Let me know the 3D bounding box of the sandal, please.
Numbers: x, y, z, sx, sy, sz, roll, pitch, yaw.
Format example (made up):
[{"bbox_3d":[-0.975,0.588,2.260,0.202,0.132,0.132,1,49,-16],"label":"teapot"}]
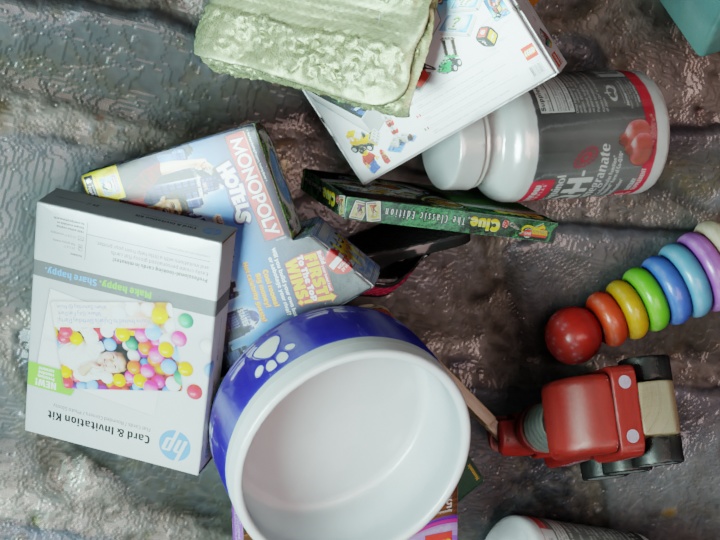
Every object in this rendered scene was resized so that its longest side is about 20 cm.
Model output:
[{"bbox_3d":[0.000,0.000,1.359,0.199,0.075,0.045,-19,110,-9],"label":"sandal"}]

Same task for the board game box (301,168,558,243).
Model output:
[{"bbox_3d":[0.058,-0.055,1.348,0.199,0.105,0.024,6,101,-24],"label":"board game box"}]

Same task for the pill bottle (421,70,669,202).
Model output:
[{"bbox_3d":[0.158,-0.116,1.370,0.199,0.111,0.111,-5,107,-22],"label":"pill bottle"}]

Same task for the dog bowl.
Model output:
[{"bbox_3d":[-0.017,0.132,1.254,0.199,0.079,0.201,-11,121,-18],"label":"dog bowl"}]

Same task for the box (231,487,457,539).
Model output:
[{"bbox_3d":[-0.012,0.199,1.361,0.199,0.039,0.138,-7,109,-19],"label":"box"}]

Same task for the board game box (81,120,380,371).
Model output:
[{"bbox_3d":[-0.095,-0.016,1.271,0.199,0.062,0.201,-15,104,10],"label":"board game box"}]

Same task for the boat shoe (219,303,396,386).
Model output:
[{"bbox_3d":[-0.058,0.084,1.314,0.199,0.063,0.071,-23,121,-1],"label":"boat shoe"}]

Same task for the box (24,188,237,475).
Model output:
[{"bbox_3d":[-0.184,0.049,1.249,0.155,0.041,0.201,13,113,12],"label":"box"}]

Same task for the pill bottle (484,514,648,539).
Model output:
[{"bbox_3d":[0.221,0.303,1.515,0.199,0.114,0.115,12,100,-25],"label":"pill bottle"}]

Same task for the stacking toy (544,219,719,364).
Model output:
[{"bbox_3d":[0.265,0.032,1.480,0.199,0.085,0.086,-27,114,-10],"label":"stacking toy"}]

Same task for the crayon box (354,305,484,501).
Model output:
[{"bbox_3d":[-0.012,0.163,1.405,0.172,0.058,0.200,-39,116,-9],"label":"crayon box"}]

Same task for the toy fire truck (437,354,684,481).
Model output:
[{"bbox_3d":[0.165,0.124,1.417,0.199,0.176,0.130,-3,79,-16],"label":"toy fire truck"}]

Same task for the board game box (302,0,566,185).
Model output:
[{"bbox_3d":[0.049,-0.168,1.268,0.199,0.035,0.127,-28,100,30],"label":"board game box"}]

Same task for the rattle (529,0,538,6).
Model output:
[{"bbox_3d":[0.118,-0.334,1.324,0.130,0.143,0.201,-34,86,-2],"label":"rattle"}]

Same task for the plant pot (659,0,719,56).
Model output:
[{"bbox_3d":[0.331,-0.287,1.346,0.141,0.142,0.200,-20,153,-17],"label":"plant pot"}]

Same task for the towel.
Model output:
[{"bbox_3d":[-0.033,-0.210,1.236,0.036,0.199,0.149,-10,115,-67],"label":"towel"}]
